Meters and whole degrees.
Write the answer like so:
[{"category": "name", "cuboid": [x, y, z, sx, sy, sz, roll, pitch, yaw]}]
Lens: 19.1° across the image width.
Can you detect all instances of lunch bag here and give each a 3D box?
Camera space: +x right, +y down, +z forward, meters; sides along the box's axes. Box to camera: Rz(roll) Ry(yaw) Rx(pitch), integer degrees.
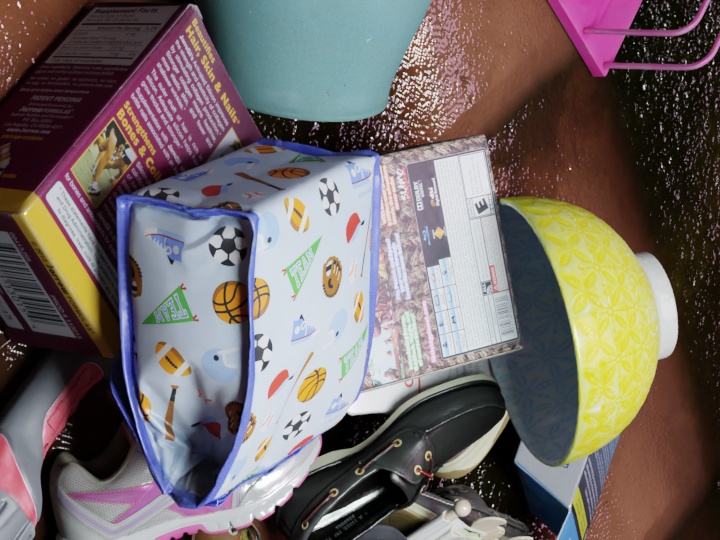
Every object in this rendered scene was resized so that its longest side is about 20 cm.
[{"category": "lunch bag", "cuboid": [-0.071, 0.033, 1.352, 0.170, 0.123, 0.202, -29, 122, -54]}]

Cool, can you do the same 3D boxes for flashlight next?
[{"category": "flashlight", "cuboid": [-0.201, 0.101, 1.393, 0.201, 0.067, 0.068, -55, 159, -33]}]

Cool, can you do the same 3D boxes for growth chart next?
[{"category": "growth chart", "cuboid": [0.088, 0.252, 1.726, 0.200, 0.144, 0.018, 39, 29, -44]}]

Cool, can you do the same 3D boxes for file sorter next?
[{"category": "file sorter", "cuboid": [0.238, -0.285, 1.843, 0.200, 0.125, 0.140, 52, 56, -41]}]

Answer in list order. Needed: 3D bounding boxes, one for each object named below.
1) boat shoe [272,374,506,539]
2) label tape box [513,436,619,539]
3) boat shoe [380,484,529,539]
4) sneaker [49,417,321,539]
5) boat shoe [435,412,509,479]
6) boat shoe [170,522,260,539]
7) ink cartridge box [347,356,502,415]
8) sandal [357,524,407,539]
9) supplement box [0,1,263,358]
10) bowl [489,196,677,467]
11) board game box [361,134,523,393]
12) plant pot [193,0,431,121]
[{"category": "boat shoe", "cuboid": [0.028, 0.149, 1.606, 0.200, 0.063, 0.074, -30, 140, -9]}, {"category": "label tape box", "cuboid": [0.175, 0.160, 1.827, 0.143, 0.066, 0.201, 67, 43, -66]}, {"category": "boat shoe", "cuboid": [0.072, 0.207, 1.747, 0.200, 0.073, 0.065, 36, 51, -45]}, {"category": "sneaker", "cuboid": [-0.121, 0.133, 1.438, 0.198, 0.081, 0.089, -22, 105, -15]}, {"category": "boat shoe", "cuboid": [0.105, 0.076, 1.763, 0.202, 0.071, 0.066, -57, 139, -23]}, {"category": "boat shoe", "cuboid": [-0.100, 0.193, 1.524, 0.072, 0.068, 0.202, 23, 76, -48]}, {"category": "ink cartridge box", "cuboid": [0.060, 0.049, 1.668, 0.198, 0.067, 0.117, -3, 90, -27]}, {"category": "sandal", "cuboid": [0.046, 0.266, 1.687, 0.200, 0.076, 0.043, 39, 30, -41]}, {"category": "supplement box", "cuboid": [-0.168, -0.062, 1.383, 0.201, 0.103, 0.131, -54, 133, -32]}, {"category": "bowl", "cuboid": [0.168, 0.036, 1.565, 0.107, 0.200, 0.202, -11, 105, -15]}, {"category": "board game box", "cuboid": [0.000, 0.000, 1.539, 0.198, 0.097, 0.161, -13, 94, -31]}, {"category": "plant pot", "cuboid": [-0.034, -0.211, 1.477, 0.199, 0.199, 0.190, -17, 123, -49]}]
